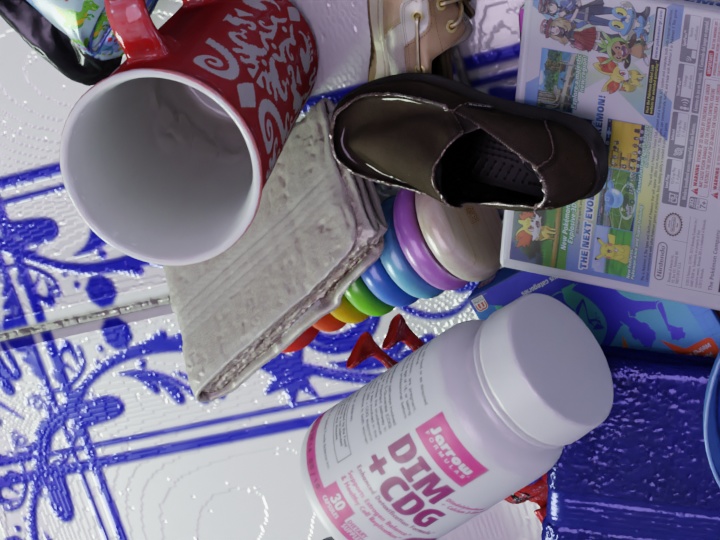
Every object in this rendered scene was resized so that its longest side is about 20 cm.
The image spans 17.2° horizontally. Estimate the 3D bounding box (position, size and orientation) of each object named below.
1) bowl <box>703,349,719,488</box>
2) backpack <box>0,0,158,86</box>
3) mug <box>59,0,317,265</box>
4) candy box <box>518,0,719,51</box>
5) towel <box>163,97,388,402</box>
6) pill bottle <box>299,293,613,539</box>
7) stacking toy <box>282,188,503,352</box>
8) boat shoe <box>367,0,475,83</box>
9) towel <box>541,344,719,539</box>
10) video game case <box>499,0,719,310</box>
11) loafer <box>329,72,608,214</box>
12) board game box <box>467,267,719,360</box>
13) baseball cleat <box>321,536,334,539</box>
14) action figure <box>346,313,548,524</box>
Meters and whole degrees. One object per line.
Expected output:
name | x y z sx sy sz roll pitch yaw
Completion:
bowl | 0.317 0.089 1.509 0.199 0.039 0.202 1 106 5
backpack | -0.178 -0.246 1.592 0.200 0.154 0.163 -44 86 13
mug | -0.098 -0.125 1.556 0.132 0.200 0.179 16 119 7
candy box | 0.208 -0.112 1.535 0.198 0.061 0.137 3 113 20
towel | -0.061 -0.014 1.648 0.034 0.133 0.200 20 131 -40
pill bottle | 0.062 0.102 1.554 0.200 0.113 0.114 -36 95 36
stacking toy | 0.000 0.000 1.651 0.199 0.085 0.086 -26 100 32
boat shoe | 0.043 -0.164 1.574 0.066 0.074 0.201 9 123 13
towel | 0.197 0.146 1.603 0.146 0.050 0.202 5 113 10
video game case | 0.185 -0.079 1.511 0.181 0.022 0.201 12 117 15
loafer | 0.057 -0.079 1.513 0.199 0.071 0.074 8 114 32
board game box | 0.189 0.064 1.620 0.152 0.045 0.201 -29 100 27
baseball cleat | 0.054 0.258 1.743 0.106 0.070 0.200 -32 107 21
action figure | 0.076 0.116 1.664 0.200 0.052 0.065 42 133 -18
